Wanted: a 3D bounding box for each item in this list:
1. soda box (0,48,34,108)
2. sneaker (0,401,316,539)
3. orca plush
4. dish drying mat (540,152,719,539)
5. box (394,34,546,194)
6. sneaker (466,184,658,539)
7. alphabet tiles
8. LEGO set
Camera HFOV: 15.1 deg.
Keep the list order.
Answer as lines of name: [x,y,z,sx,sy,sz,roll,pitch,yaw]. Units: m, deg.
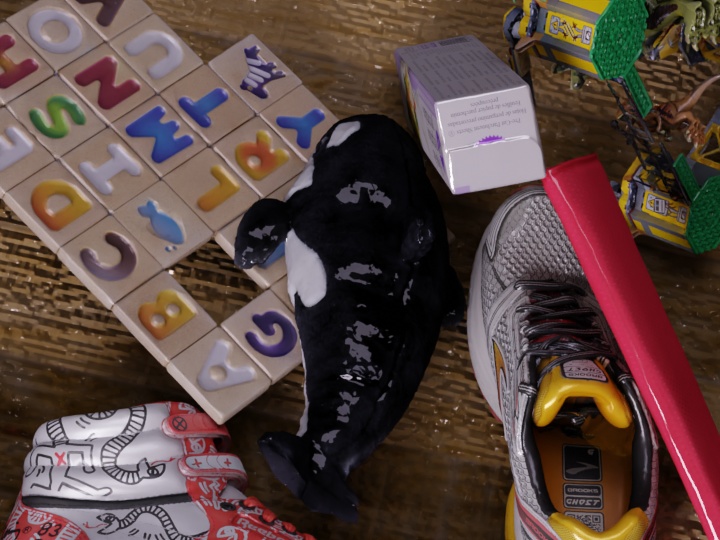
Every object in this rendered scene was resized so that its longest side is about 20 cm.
soda box: [-0.225,-0.023,1.166,0.068,0.064,0.200,32,62,14]
sneaker: [-0.045,0.110,1.097,0.200,0.067,0.108,6,62,2]
orca plush: [0.000,0.000,1.125,0.105,0.071,0.200,31,46,-5]
dish drying mat: [0.124,0.048,1.104,0.018,0.077,0.201,-24,89,13]
box: [0.044,-0.069,1.147,0.041,0.200,0.039,-12,101,-3]
sneaker: [0.093,0.048,1.135,0.077,0.082,0.201,-5,59,-7]
alphabet tiles: [-0.076,-0.046,1.174,0.200,0.008,0.167,45,49,9]
LEGO set: [0.111,-0.111,1.184,0.116,0.200,0.154,23,78,37]
